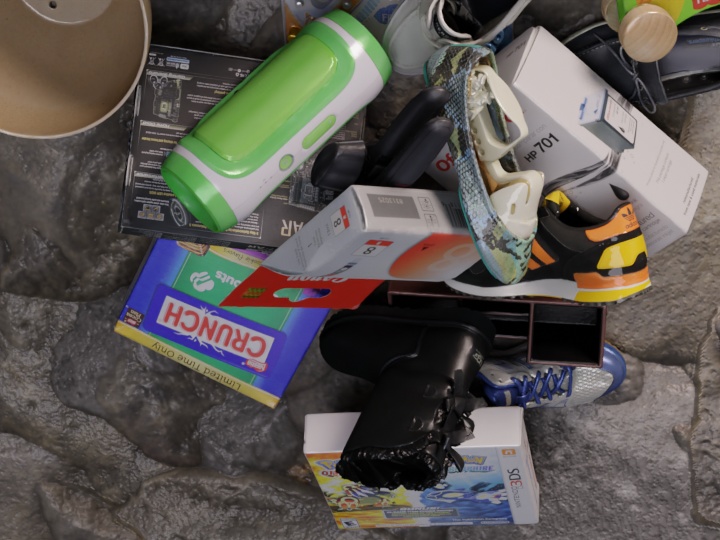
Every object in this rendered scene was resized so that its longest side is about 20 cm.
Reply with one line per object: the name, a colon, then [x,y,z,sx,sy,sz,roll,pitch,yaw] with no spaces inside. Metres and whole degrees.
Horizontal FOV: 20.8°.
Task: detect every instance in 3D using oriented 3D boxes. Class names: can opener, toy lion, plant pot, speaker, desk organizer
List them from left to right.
plant pot: [-0.262,-0.228,1.641,0.199,0.135,0.201,3,117,6]
speaker: [-0.069,-0.124,1.617,0.200,0.088,0.089,-44,109,-12]
can opener: [0.028,-0.090,1.577,0.078,0.200,0.064,-7,78,-27]
desk organizer: [0.123,0.035,1.765,0.199,0.077,0.072,3,118,5]
toy lion: [0.258,-0.273,1.553,0.199,0.069,0.192,-16,128,-1]

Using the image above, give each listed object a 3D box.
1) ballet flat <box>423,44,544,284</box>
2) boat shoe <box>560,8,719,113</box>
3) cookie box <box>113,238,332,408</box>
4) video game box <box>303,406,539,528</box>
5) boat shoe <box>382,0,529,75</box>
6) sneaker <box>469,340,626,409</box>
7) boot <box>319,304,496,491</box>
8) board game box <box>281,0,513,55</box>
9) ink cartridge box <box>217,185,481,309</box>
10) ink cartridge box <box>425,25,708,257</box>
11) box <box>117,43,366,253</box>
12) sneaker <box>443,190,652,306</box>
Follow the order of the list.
ballet flat: [0.109,-0.086,1.561,0.074,0.074,0.201,-18,100,16]
boat shoe: [0.241,-0.174,1.650,0.199,0.062,0.075,-10,119,15]
cookie box: [-0.107,-0.001,1.774,0.171,0.075,0.200,26,117,-6]
video game box: [0.061,0.186,1.819,0.199,0.047,0.182,-3,148,10]
boat shoe: [0.080,-0.207,1.589,0.200,0.066,0.072,-24,106,43]
sneaker: [0.145,0.109,1.795,0.199,0.088,0.076,-4,115,8]
boot: [0.022,0.113,1.712,0.198,0.163,0.073,-4,139,37]
board game box: [0.027,-0.263,1.650,0.199,0.026,0.201,0,118,7]
ink cartridge box: [0.000,0.000,1.630,0.162,0.050,0.200,2,147,-41]
ink cartridge box: [0.169,-0.089,1.665,0.200,0.086,0.146,37,138,-15]
box: [-0.099,-0.100,1.675,0.199,0.044,0.161,7,83,-9]
sneaker: [0.152,-0.024,1.639,0.200,0.070,0.090,5,107,38]
